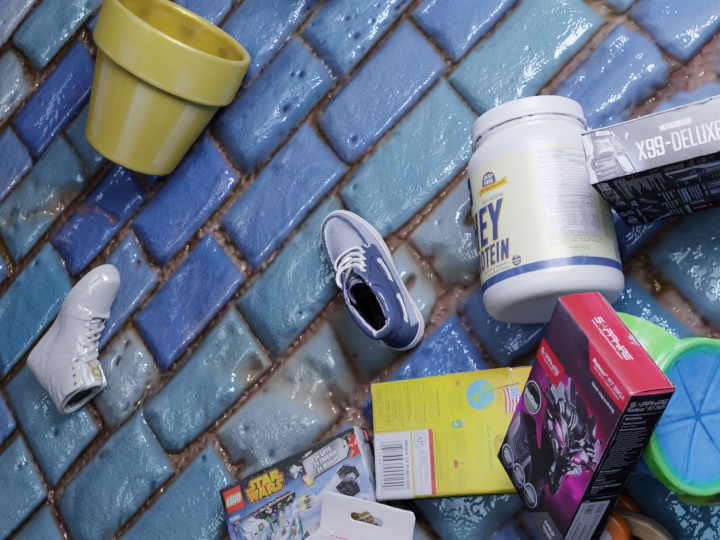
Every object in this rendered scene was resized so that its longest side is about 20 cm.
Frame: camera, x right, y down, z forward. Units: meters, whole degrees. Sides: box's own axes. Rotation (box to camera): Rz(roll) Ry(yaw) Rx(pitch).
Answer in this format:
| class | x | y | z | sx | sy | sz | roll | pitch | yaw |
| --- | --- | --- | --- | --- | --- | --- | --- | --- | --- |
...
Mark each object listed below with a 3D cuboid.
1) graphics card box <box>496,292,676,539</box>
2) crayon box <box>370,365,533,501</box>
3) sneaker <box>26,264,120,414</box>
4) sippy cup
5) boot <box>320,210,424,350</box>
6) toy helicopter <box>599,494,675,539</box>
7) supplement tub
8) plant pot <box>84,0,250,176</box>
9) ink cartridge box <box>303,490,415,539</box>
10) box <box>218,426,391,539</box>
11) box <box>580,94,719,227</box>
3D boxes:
| class | x | y | z | sx | sy | sz | roll | pitch | yaw |
| --- | --- | --- | --- | --- | --- | --- | --- | --- | --- |
| graphics card box | 0.193 | 0.138 | 0.831 | 0.126 | 0.050 | 0.203 | -119 | 33 | -47 |
| crayon box | 0.110 | 0.177 | 0.999 | 0.196 | 0.051 | 0.130 | -9 | 74 | 26 |
| sneaker | -0.364 | 0.100 | 1.261 | 0.116 | 0.073 | 0.201 | 47 | 111 | 27 |
| sippy cup | 0.274 | 0.130 | 0.869 | 0.130 | 0.137 | 0.182 | 175 | 96 | -64 |
| boot | 0.000 | 0.000 | 1.077 | 0.073 | 0.090 | 0.201 | -42 | 63 | 12 |
| toy helicopter | 0.236 | 0.327 | 0.898 | 0.132 | 0.078 | 0.202 | 40 | 108 | 20 |
| supplement tub | 0.186 | -0.060 | 0.963 | 0.142 | 0.144 | 0.205 | -14 | 72 | 24 |
| plant pot | -0.271 | -0.239 | 1.229 | 0.200 | 0.199 | 0.191 | 40 | 112 | 29 |
| ink cartridge box | -0.013 | 0.349 | 0.981 | 0.113 | 0.068 | 0.205 | 8 | 95 | 20 |
| box | -0.061 | 0.282 | 1.071 | 0.197 | 0.040 | 0.139 | -27 | 68 | 20 |
| box | 0.306 | -0.099 | 0.877 | 0.155 | 0.199 | 0.051 | -14 | 75 | 24 |
